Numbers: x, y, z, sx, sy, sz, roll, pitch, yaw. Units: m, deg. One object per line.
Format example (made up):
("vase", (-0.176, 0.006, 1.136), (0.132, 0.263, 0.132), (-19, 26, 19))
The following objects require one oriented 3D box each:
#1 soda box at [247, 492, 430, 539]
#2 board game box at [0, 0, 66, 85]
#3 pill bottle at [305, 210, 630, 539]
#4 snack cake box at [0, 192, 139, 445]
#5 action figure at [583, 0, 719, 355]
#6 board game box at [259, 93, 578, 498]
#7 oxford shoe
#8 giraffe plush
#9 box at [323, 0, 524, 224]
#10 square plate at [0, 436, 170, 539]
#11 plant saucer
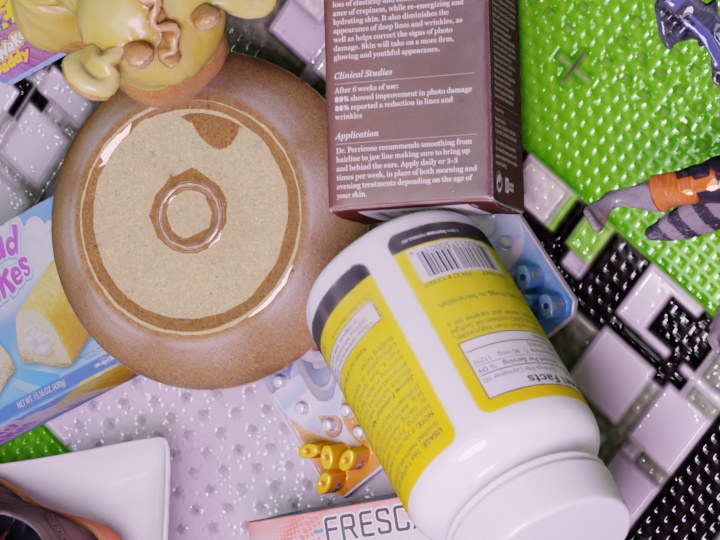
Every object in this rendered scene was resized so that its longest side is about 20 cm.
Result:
("soda box", (0.036, 0.161, 1.608), (0.199, 0.063, 0.069), (-13, 86, 29))
("board game box", (-0.211, -0.213, 1.739), (0.199, 0.039, 0.159), (-25, 80, 27))
("pill bottle", (0.059, 0.076, 1.506), (0.114, 0.114, 0.201), (-44, 55, 22))
("snack cake box", (-0.213, 0.036, 1.735), (0.199, 0.067, 0.116), (-27, 80, 26))
("action figure", (0.211, -0.075, 1.486), (0.193, 0.105, 0.200), (-40, 99, 18))
("board game box", (0.000, 0.000, 1.642), (0.200, 0.026, 0.201), (-40, 74, 24))
("oxford shoe", (-0.235, 0.158, 1.688), (0.199, 0.072, 0.072), (7, 83, 35))
("giraffe plush", (-0.127, -0.165, 1.590), (0.173, 0.200, 0.162), (-46, 58, 11))
("box", (0.035, -0.130, 1.573), (0.100, 0.075, 0.201), (-3, 85, 18))
("square plate", (-0.189, 0.213, 1.706), (0.199, 0.028, 0.199), (-11, 73, 32))
("plant saucer", (-0.094, -0.031, 1.632), (0.199, 0.035, 0.202), (-1, 85, 16))
